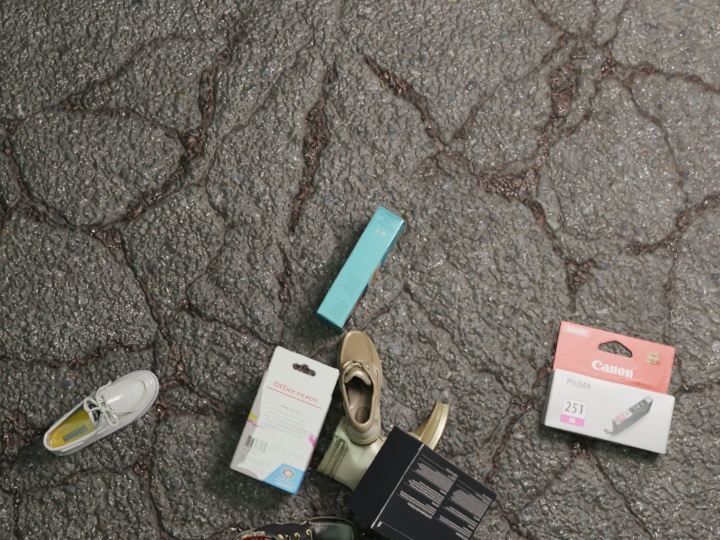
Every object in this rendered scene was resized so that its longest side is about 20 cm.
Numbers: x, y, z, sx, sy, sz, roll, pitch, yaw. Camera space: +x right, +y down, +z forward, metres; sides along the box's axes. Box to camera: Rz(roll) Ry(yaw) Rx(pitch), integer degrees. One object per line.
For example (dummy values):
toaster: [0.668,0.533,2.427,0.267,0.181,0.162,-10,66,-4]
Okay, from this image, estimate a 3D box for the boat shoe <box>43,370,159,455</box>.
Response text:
boat shoe: [-0.411,0.221,1.579,0.200,0.086,0.075,-30,81,-5]

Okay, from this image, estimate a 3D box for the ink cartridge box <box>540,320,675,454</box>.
ink cartridge box: [0.402,0.185,1.609,0.197,0.044,0.177,13,81,2]

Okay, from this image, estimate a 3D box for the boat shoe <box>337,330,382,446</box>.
boat shoe: [-0.001,0.170,1.568,0.071,0.065,0.202,-4,52,1]

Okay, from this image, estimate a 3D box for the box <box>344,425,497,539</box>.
box: [0.093,0.343,1.501,0.199,0.078,0.142,39,79,-37]

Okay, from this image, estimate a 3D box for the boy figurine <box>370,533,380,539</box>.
boy figurine: [0.068,0.504,1.538,0.124,0.065,0.200,-42,80,-17]

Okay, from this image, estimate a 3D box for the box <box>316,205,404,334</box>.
box: [0.000,0.000,1.623,0.049,0.082,0.202,30,81,5]

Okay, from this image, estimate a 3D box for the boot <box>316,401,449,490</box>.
boot: [0.037,0.266,1.581,0.153,0.072,0.202,31,81,8]

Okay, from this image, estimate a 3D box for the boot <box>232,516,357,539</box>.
boot: [-0.103,0.416,1.508,0.200,0.154,0.075,-7,79,-1]

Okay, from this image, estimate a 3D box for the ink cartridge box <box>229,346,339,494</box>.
ink cartridge box: [-0.115,0.232,1.579,0.113,0.068,0.203,21,86,3]
